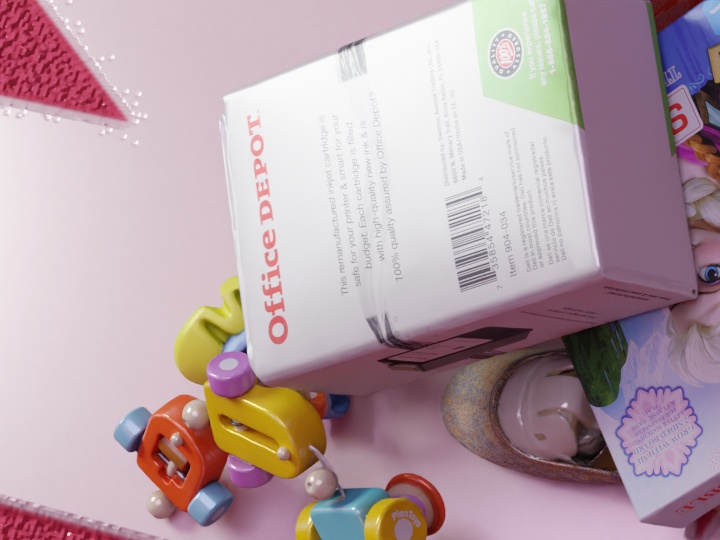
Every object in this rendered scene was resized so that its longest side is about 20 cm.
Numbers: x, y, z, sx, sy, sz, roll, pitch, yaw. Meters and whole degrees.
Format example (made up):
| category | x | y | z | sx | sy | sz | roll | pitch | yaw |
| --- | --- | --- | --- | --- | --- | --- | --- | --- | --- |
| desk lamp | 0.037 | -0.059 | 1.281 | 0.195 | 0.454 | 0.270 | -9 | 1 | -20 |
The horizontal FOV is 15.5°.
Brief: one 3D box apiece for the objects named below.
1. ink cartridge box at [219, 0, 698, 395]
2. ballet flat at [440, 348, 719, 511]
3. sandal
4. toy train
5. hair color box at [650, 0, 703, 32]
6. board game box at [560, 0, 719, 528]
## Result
| category | x | y | z | sx | sy | sz | roll | pitch | yaw |
| --- | --- | --- | --- | --- | --- | --- | --- | --- | --- |
| ink cartridge box | 0.041 | -0.036 | 1.216 | 0.200 | 0.084 | 0.146 | -18 | 72 | 36 |
| ballet flat | 0.126 | 0.071 | 1.273 | 0.200 | 0.067 | 0.068 | 10 | 75 | 21 |
| sandal | 0.000 | 0.000 | 1.340 | 0.087 | 0.079 | 0.200 | 42 | 97 | 22 |
| toy train | -0.030 | 0.110 | 1.299 | 0.200 | 0.150 | 0.056 | 41 | 55 | 18 |
| hair color box | 0.105 | -0.174 | 1.290 | 0.061 | 0.200 | 0.102 | -38 | 64 | 3 |
| board game box | 0.173 | -0.018 | 1.190 | 0.200 | 0.041 | 0.200 | -36 | 62 | 28 |
